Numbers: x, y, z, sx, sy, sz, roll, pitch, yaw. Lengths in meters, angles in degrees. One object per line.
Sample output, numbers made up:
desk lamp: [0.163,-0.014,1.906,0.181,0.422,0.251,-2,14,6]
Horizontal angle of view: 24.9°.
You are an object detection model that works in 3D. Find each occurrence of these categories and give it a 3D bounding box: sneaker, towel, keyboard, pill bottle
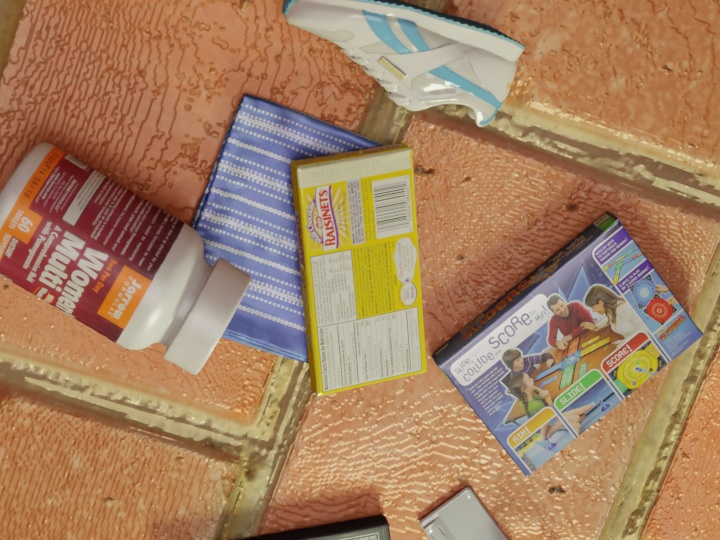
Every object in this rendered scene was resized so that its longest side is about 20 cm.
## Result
sneaker: [0.030,-0.175,1.308,0.198,0.077,0.081,15,104,-11]
towel: [-0.068,-0.031,1.355,0.144,0.024,0.201,19,100,-14]
keyboard: [0.129,0.286,1.478,0.056,0.011,0.201,-37,107,-4]
pill bottle: [-0.193,-0.006,1.283,0.199,0.110,0.110,31,98,-6]

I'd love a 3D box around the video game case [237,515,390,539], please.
video game case: [-0.064,0.320,1.446,0.198,0.026,0.182,-9,105,-8]

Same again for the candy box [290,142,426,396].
candy box: [0.000,0.000,1.359,0.101,0.026,0.202,-10,110,-16]

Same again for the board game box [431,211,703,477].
board game box: [0.179,0.065,1.413,0.200,0.034,0.136,-38,106,2]
